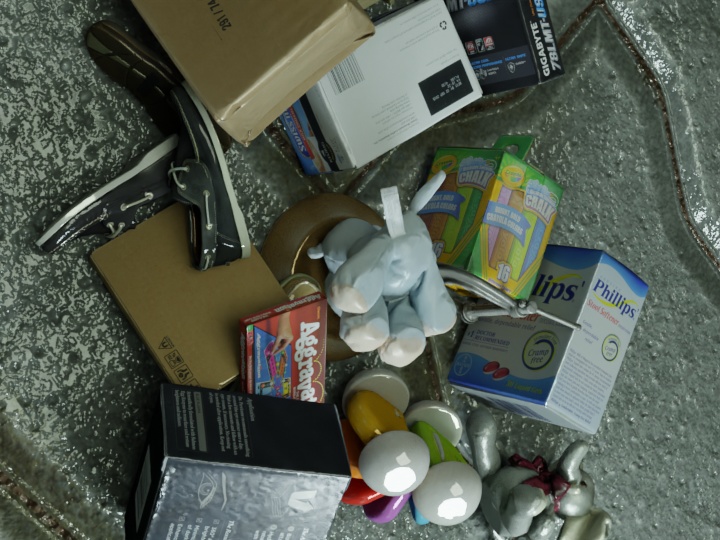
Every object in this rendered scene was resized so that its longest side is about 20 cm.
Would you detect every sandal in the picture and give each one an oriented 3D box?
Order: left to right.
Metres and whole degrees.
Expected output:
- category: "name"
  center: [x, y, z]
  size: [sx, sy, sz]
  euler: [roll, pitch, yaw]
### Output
- category: "sandal"
  center: [-0.214, -0.205, 1.394]
  size: [0.200, 0.081, 0.055]
  euler: [41, 50, -17]

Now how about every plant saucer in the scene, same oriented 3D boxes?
- category: "plant saucer"
  center: [-0.027, 0.009, 1.516]
  size: [0.198, 0.035, 0.204]
  euler: [-1, 92, -29]

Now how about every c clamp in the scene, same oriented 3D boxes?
- category: "c clamp"
  center: [0.141, 0.038, 1.515]
  size: [0.170, 0.199, 0.027]
  euler: [29, 77, -23]

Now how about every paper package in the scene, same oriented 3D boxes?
- category: "paper package"
  center: [-0.117, -0.273, 1.323]
  size: [0.190, 0.103, 0.201]
  euler: [-39, 74, 5]

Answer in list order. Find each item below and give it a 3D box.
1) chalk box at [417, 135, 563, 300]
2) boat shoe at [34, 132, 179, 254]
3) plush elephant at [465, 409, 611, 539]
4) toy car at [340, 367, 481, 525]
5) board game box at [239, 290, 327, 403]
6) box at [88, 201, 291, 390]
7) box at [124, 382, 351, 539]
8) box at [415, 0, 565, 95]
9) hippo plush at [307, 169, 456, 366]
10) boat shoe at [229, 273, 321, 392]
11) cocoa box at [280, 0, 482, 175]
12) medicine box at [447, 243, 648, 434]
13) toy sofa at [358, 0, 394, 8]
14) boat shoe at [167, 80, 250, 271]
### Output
- category: "chalk box"
  center: [0.156, -0.078, 1.560]
  size: [0.123, 0.124, 0.203]
  euler: [25, 78, -38]
- category: "boat shoe"
  center: [-0.258, -0.071, 1.364]
  size: [0.200, 0.074, 0.061]
  euler: [-42, 105, -31]
- category: "plush elephant"
  center: [0.235, 0.275, 1.605]
  size: [0.153, 0.165, 0.202]
  euler: [-18, 129, -15]
- category: "toy car"
  center: [0.040, 0.230, 1.505]
  size: [0.199, 0.176, 0.150]
  euler: [32, 110, -27]
- category: "board game box"
  center: [-0.084, 0.125, 1.393]
  size: [0.102, 0.019, 0.202]
  euler: [-20, 128, -31]
- category: "box"
  center: [-0.175, 0.025, 1.389]
  size: [0.162, 0.021, 0.201]
  euler: [-32, 81, -22]
- category: "box"
  center: [-0.135, 0.240, 1.345]
  size: [0.197, 0.118, 0.199]
  euler: [9, 123, -18]
- category: "box"
  center: [0.142, -0.311, 1.514]
  size: [0.049, 0.199, 0.201]
  euler: [-23, 103, -29]
- category: "hippo plush"
  center: [0.000, 0.000, 1.417]
  size: [0.158, 0.160, 0.203]
  euler: [-19, 107, -34]
- category: "boat shoe"
  center: [-0.093, 0.101, 1.434]
  size: [0.071, 0.076, 0.202]
  euler: [22, 90, -14]
- category: "cocoa box"
  center: [0.013, -0.214, 1.480]
  size: [0.199, 0.131, 0.135]
  euler: [-32, 105, -25]
- category: "medicine box"
  center: [0.230, 0.078, 1.574]
  size: [0.102, 0.181, 0.202]
  euler: [30, 76, -35]
- category: "toy sofa"
  center: [-0.056, -0.321, 1.444]
  size: [0.199, 0.083, 0.098]
  euler: [-34, 144, -25]
- category: "boat shoe"
  center: [-0.172, -0.098, 1.347]
  size: [0.067, 0.072, 0.203]
  euler: [-17, 108, -13]
